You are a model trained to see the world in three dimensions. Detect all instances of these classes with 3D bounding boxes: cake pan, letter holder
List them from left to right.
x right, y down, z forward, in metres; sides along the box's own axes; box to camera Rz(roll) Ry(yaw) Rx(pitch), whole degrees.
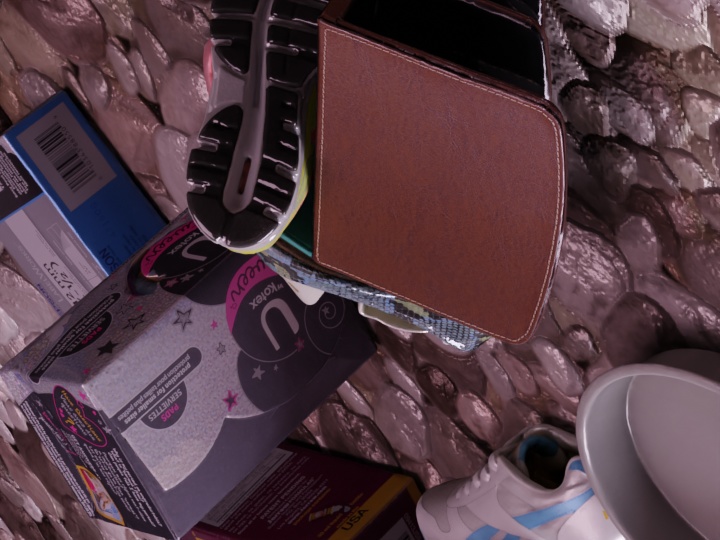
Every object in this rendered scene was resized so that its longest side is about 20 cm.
[{"bbox_3d":[0.059,-0.072,1.288,0.141,0.101,0.201,24,146,15],"label":"letter holder"},{"bbox_3d":[0.210,0.123,1.372,0.200,0.037,0.201,32,147,24],"label":"cake pan"}]

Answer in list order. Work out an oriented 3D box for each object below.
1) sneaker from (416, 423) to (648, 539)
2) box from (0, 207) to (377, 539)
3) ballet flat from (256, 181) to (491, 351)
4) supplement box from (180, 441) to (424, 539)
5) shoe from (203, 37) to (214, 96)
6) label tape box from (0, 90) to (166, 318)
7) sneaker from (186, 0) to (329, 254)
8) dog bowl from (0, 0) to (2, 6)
[{"bbox_3d":[0.104,0.138,1.535,0.199,0.076,0.081,-7,114,51],"label":"sneaker"},{"bbox_3d":[-0.110,0.057,1.599,0.114,0.200,0.133,4,130,52],"label":"box"},{"bbox_3d":[0.000,0.000,1.413,0.199,0.075,0.074,22,158,-16],"label":"ballet flat"},{"bbox_3d":[-0.028,0.213,1.787,0.199,0.103,0.131,9,135,53],"label":"supplement box"},{"bbox_3d":[-0.022,-0.064,1.467,0.200,0.071,0.091,51,-178,-36],"label":"shoe"},{"bbox_3d":[-0.229,-0.037,1.808,0.144,0.066,0.200,53,151,-8],"label":"label tape box"},{"bbox_3d":[-0.047,-0.100,1.334,0.078,0.202,0.090,17,167,8],"label":"sneaker"},{"bbox_3d":[-0.333,-0.204,1.597,0.079,0.200,0.201,0,126,53],"label":"dog bowl"}]
